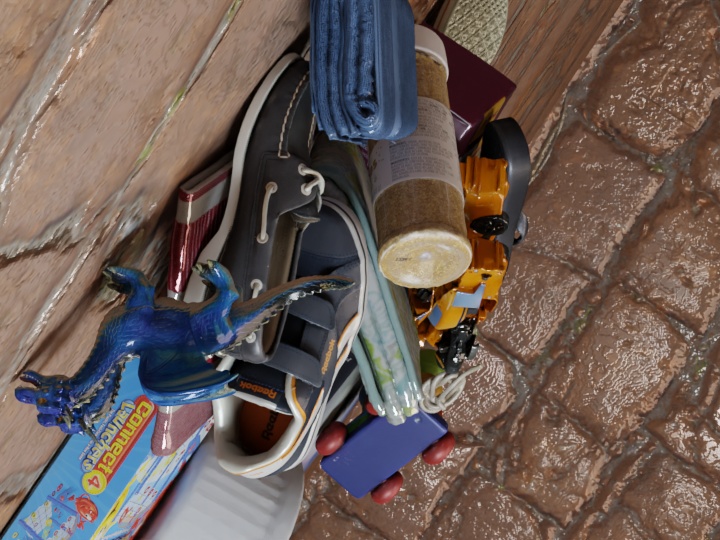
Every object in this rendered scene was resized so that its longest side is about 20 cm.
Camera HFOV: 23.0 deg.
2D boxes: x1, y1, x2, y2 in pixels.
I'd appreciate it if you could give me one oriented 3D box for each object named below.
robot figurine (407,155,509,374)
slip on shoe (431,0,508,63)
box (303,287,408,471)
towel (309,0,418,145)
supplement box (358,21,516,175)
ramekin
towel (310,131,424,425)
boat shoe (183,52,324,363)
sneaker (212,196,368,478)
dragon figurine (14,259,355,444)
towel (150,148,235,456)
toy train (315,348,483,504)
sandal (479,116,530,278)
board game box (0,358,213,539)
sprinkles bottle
[{"bbox_3d":[0.076,-0.004,1.419,0.200,0.058,0.145,112,-17,-63],"label":"robot figurine"},{"bbox_3d":[0.068,-0.177,1.553,0.074,0.061,0.200,14,104,-40],"label":"slip on shoe"},{"bbox_3d":[-0.065,0.098,1.655,0.198,0.123,0.200,-50,171,-31],"label":"box"},{"bbox_3d":[0.001,-0.138,1.147,0.200,0.048,0.112,-17,106,-80],"label":"towel"},{"bbox_3d":[0.025,-0.086,1.466,0.200,0.103,0.131,-60,171,29],"label":"supplement box"},{"bbox_3d":[-0.144,0.215,1.492,0.200,0.098,0.201,-46,-159,24],"label":"ramekin"},{"bbox_3d":[0.000,0.000,1.330,0.048,0.200,0.171,-16,-166,4],"label":"towel"},{"bbox_3d":[-0.054,-0.039,1.128,0.200,0.060,0.074,-70,159,-7],"label":"boat shoe"},{"bbox_3d":[-0.049,0.050,1.205,0.079,0.078,0.200,-16,121,-67],"label":"sneaker"},{"bbox_3d":[-0.103,0.049,1.050,0.059,0.200,0.100,108,-21,-75],"label":"dragon figurine"},{"bbox_3d":[-0.096,0.010,1.189,0.144,0.023,0.200,-45,148,-56],"label":"towel"},{"bbox_3d":[0.055,0.108,1.557,0.200,0.085,0.116,-41,-167,32],"label":"toy train"},{"bbox_3d":[0.121,-0.050,1.468,0.043,0.076,0.200,-13,153,-15],"label":"sandal"},{"bbox_3d":[-0.185,0.155,1.336,0.196,0.056,0.200,-56,174,0],"label":"board game box"},{"bbox_3d":[0.038,-0.085,1.276,0.068,0.068,0.200,117,-26,-49],"label":"sprinkles bottle"}]
